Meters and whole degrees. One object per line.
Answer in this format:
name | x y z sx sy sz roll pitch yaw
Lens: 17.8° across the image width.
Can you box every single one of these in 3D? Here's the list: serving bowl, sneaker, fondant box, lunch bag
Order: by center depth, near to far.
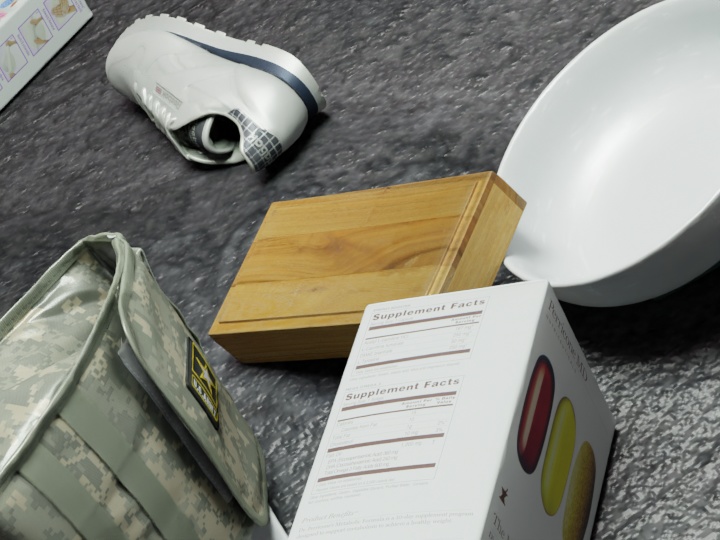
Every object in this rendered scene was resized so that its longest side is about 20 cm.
lunch bag | -0.134 0.100 1.202 0.117 0.165 0.201 -1 44 39
serving bowl | 0.168 -0.058 1.285 0.199 0.066 0.201 -33 36 27
sneaker | -0.117 -0.120 1.590 0.199 0.077 0.081 14 62 44
fondant box | -0.324 -0.163 1.781 0.144 0.058 0.200 12 53 41

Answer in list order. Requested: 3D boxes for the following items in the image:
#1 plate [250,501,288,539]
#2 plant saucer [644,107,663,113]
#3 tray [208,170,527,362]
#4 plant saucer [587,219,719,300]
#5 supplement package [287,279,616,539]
plate | -0.118 0.202 1.233 0.199 0.032 0.200 -32 36 -5
plant saucer | 0.269 -0.120 1.360 0.198 0.019 0.070 -11 26 22
tray | 0.000 0.000 1.341 0.199 0.037 0.099 -5 52 49
plant saucer | 0.161 -0.049 1.369 0.070 0.019 0.200 -29 36 -1
supplement package | 0.047 0.117 1.161 0.109 0.114 0.201 -8 41 26
